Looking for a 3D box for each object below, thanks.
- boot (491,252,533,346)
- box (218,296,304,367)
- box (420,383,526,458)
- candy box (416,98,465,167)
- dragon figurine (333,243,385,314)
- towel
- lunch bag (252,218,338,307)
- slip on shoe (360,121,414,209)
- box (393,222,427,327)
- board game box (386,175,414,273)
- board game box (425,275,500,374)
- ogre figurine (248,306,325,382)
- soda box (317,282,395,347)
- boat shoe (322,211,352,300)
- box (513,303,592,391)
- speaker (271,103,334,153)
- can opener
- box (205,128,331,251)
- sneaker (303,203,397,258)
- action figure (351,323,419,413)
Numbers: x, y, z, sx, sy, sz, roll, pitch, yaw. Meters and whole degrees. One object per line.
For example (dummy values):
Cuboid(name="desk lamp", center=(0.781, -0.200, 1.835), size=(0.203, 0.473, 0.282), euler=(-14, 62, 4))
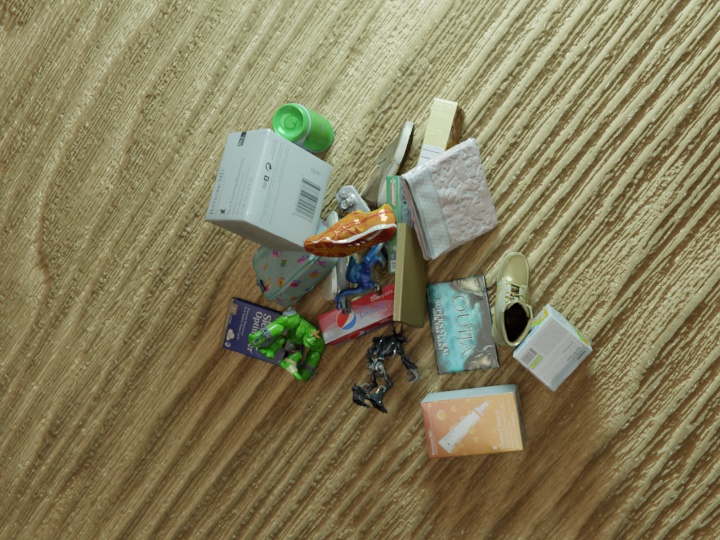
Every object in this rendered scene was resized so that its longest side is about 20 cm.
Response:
Cuboid(name="boot", center=(0.313, 0.056, 1.565), size=(0.073, 0.155, 0.200), euler=(13, 87, 4))
Cuboid(name="box", center=(-0.224, 0.147, 1.791), size=(0.200, 0.032, 0.121), euler=(16, 96, 13))
Cuboid(name="box", center=(0.241, 0.319, 1.635), size=(0.200, 0.097, 0.125), euler=(-10, 90, 16))
Cuboid(name="candy box", center=(0.163, -0.251, 1.623), size=(0.055, 0.115, 0.200), euler=(16, 96, 15))
Cuboid(name="dragon figurine", center=(0.000, 0.000, 1.648), size=(0.099, 0.059, 0.200), euler=(9, 91, 8))
Cuboid(name="towel", center=(0.187, -0.143, 1.579), size=(0.191, 0.032, 0.200), euler=(-29, 116, -21))
Cuboid(name="lunch bag", center=(-0.152, -0.028, 1.706), size=(0.200, 0.077, 0.160), euler=(-40, 52, 20))
Cuboid(name="slip on shoe", center=(0.061, -0.233, 1.677), size=(0.061, 0.076, 0.200), euler=(22, 105, 8))
Cuboid(name="box", center=(0.106, 0.014, 1.603), size=(0.021, 0.163, 0.200), euler=(1, 82, 22))
Cuboid(name="board game box", center=(0.087, -0.097, 1.641), size=(0.029, 0.135, 0.200), euler=(-1, 93, 18))
Cuboid(name="board game box", center=(0.219, 0.118, 1.668), size=(0.135, 0.028, 0.200), euler=(-10, 90, 16))
Cuboid(name="ogre figurine", center=(-0.150, 0.160, 1.712), size=(0.200, 0.098, 0.120), euler=(39, 84, -20))
Cuboid(name="soda box", center=(0.010, 0.099, 1.700), size=(0.200, 0.063, 0.070), euler=(-25, 69, 15))
Cuboid(name="boat shoe", center=(-0.047, -0.031, 1.719), size=(0.059, 0.072, 0.200), euler=(5, 78, -25))
Cuboid(name="box", center=(0.379, 0.148, 1.536), size=(0.101, 0.200, 0.113), euler=(41, 100, 6))
Cuboid(name="speaker", center=(-0.120, -0.303, 1.655), size=(0.088, 0.200, 0.089), euler=(0, 92, 15))
Cuboid(name="can opener", center=(0.018, -0.105, 1.700), size=(0.053, 0.066, 0.200), euler=(-34, 91, 30))
Cuboid(name="box", center=(-0.187, -0.161, 1.602), size=(0.131, 0.200, 0.199), euler=(3, 75, 41))
Cuboid(name="sneaker", center=(-0.021, -0.079, 1.578), size=(0.200, 0.073, 0.077), euler=(-15, 58, 9))
Cuboid(name="action figure", center=(0.057, 0.212, 1.681), size=(0.119, 0.102, 0.200), euler=(-1, 50, 42))
